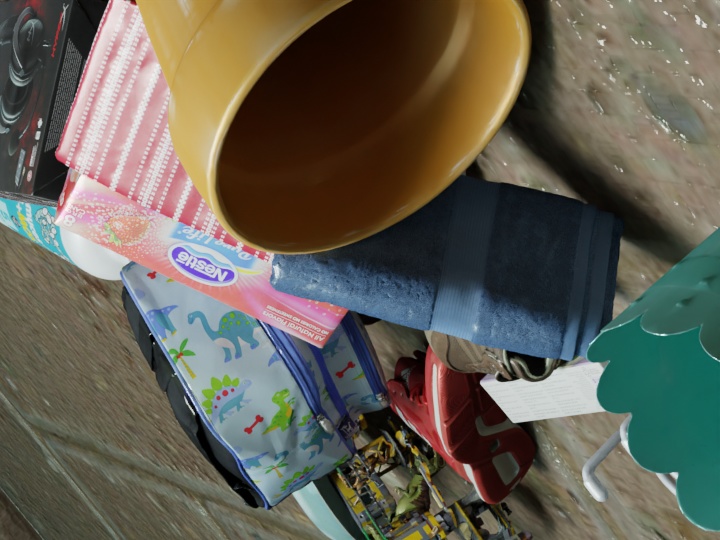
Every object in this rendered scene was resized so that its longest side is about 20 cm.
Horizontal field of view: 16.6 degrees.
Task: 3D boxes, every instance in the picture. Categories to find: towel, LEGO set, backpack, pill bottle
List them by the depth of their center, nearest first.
[{"bbox_3d":[0.050,-0.007,1.422,0.199,0.112,0.049,14,137,1],"label":"towel"},{"bbox_3d":[-0.076,-0.078,1.492,0.199,0.023,0.145,25,129,-1],"label":"towel"},{"bbox_3d":[-0.076,0.049,1.730,0.183,0.147,0.200,55,179,23],"label":"backpack"},{"bbox_3d":[0.050,0.162,1.907,0.200,0.116,0.154,52,169,39],"label":"LEGO set"},{"bbox_3d":[-0.221,-0.060,2.028,0.200,0.111,0.111,26,153,46],"label":"pill bottle"}]

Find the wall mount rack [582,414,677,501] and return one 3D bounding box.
[{"bbox_3d":[0.226,0.158,1.556,0.174,0.075,0.200,43,162,7],"label":"wall mount rack"}]

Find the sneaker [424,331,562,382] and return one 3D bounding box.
[{"bbox_3d":[0.091,0.044,1.589,0.200,0.070,0.076,113,141,-69],"label":"sneaker"}]

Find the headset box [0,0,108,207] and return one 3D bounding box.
[{"bbox_3d":[-0.233,-0.124,1.844,0.077,0.150,0.200,13,179,-29],"label":"headset box"}]

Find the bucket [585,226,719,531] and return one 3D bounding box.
[{"bbox_3d":[0.231,0.057,1.238,0.207,0.135,0.207,41,162,17],"label":"bucket"}]

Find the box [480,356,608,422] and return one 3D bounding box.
[{"bbox_3d":[0.139,0.069,1.619,0.041,0.039,0.200,50,161,-7],"label":"box"}]

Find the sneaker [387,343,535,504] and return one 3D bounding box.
[{"bbox_3d":[0.053,0.087,1.789,0.115,0.078,0.200,33,156,32],"label":"sneaker"}]

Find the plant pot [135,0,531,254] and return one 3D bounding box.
[{"bbox_3d":[-0.037,-0.143,1.359,0.184,0.200,0.201,53,168,33],"label":"plant pot"}]

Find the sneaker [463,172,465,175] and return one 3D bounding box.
[{"bbox_3d":[-0.005,-0.103,1.544,0.112,0.077,0.201,29,146,54],"label":"sneaker"}]

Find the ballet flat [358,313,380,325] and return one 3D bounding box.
[{"bbox_3d":[0.000,0.000,1.751,0.066,0.057,0.200,44,162,6],"label":"ballet flat"}]

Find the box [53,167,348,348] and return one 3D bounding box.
[{"bbox_3d":[-0.085,-0.049,1.601,0.199,0.095,0.103,26,127,-13],"label":"box"}]

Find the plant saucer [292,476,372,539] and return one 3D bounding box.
[{"bbox_3d":[-0.043,0.144,2.032,0.201,0.027,0.200,59,-169,-19],"label":"plant saucer"}]
